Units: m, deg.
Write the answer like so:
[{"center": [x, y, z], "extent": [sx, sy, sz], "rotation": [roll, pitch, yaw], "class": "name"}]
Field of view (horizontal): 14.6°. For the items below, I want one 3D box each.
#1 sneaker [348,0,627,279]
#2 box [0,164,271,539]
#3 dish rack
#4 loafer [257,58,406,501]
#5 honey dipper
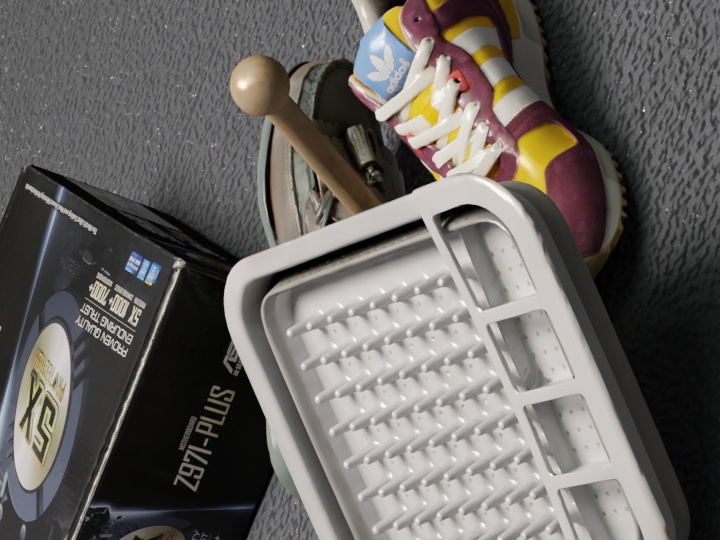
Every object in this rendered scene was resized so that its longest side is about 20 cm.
[{"center": [0.040, -0.061, 1.155], "extent": [0.075, 0.090, 0.200], "rotation": [-53, 35, 25], "class": "sneaker"}, {"center": [-0.121, 0.057, 1.341], "extent": [0.200, 0.086, 0.164], "rotation": [30, 100, 58], "class": "box"}, {"center": [0.040, 0.052, 1.077], "extent": [0.200, 0.043, 0.172], "rotation": [-20, 96, 52], "class": "dish rack"}, {"center": [0.000, 0.000, 1.211], "extent": [0.063, 0.072, 0.201], "rotation": [-17, 67, 44], "class": "loafer"}, {"center": [-0.003, -0.027, 1.105], "extent": [0.038, 0.200, 0.038], "rotation": [-12, 60, 21], "class": "honey dipper"}]
